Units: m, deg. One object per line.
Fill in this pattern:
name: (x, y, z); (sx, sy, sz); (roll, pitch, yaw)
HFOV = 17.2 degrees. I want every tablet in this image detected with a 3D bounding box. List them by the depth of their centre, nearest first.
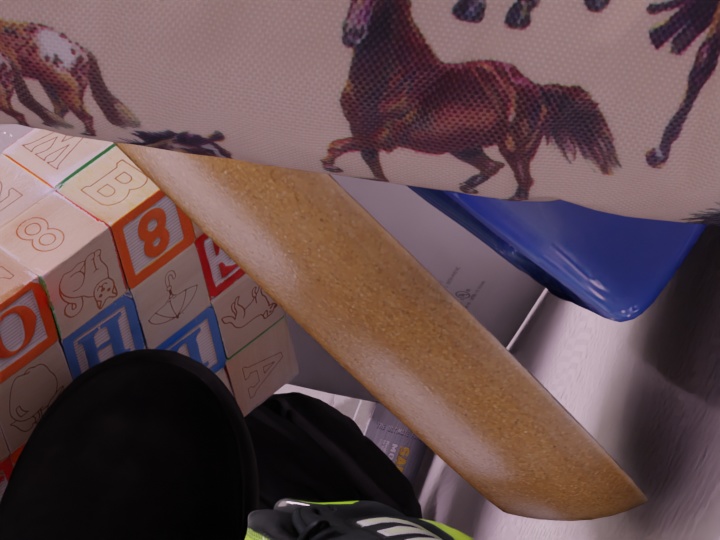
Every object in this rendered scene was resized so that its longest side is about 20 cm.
tablet: (0.000, 0.000, 0.851); (0.200, 0.129, 0.014); (116, 165, -60)

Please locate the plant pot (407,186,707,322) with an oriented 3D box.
plant pot: (0.026, -0.120, 0.549); (0.180, 0.200, 0.200); (-54, 3, 1)

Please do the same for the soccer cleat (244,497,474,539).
soccer cleat: (0.005, 0.093, 0.597); (0.200, 0.081, 0.068); (179, 112, -87)

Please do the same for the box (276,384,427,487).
box: (-0.071, 0.084, 1.065); (0.048, 0.199, 0.159); (21, -91, -52)

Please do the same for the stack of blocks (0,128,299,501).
stack of blocks: (-0.119, 0.038, 0.768); (0.200, 0.058, 0.116); (-38, -41, -26)

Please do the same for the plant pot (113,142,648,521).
plant pot: (-0.015, -0.009, 0.549); (0.027, 0.200, 0.200); (-45, 3, 0)

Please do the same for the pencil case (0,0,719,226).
pencil case: (0.019, -0.057, 0.386); (0.078, 0.199, 0.090); (-51, -31, -80)

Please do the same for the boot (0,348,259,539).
boot: (-0.077, 0.093, 0.649); (0.158, 0.079, 0.212); (104, -177, -63)

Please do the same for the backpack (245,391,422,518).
backpack: (-0.078, 0.145, 0.911); (0.200, 0.127, 0.167); (-51, -34, 14)
